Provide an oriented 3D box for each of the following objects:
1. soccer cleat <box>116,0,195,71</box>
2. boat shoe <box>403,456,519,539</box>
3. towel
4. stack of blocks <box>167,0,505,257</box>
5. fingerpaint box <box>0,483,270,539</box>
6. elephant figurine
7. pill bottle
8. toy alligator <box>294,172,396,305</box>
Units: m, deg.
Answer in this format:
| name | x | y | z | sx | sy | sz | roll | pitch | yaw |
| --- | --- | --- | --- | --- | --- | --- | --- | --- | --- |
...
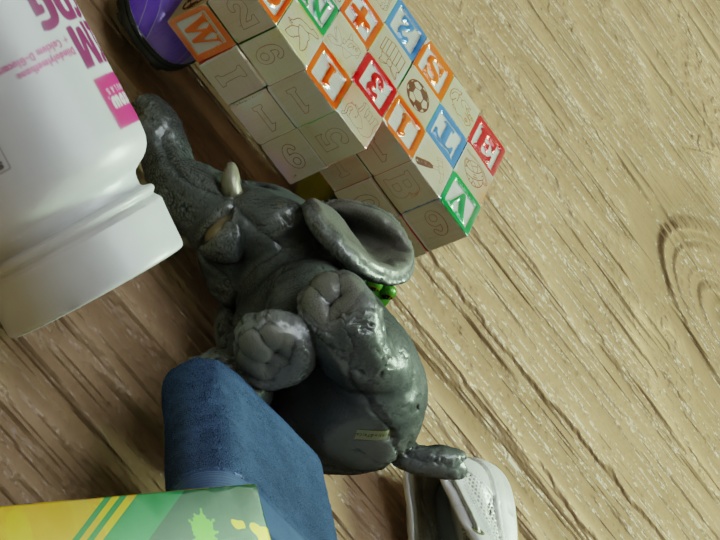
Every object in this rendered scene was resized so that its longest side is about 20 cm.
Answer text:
| name | x | y | z | sx | sy | sz | roll | pitch | yaw |
| --- | --- | --- | --- | --- | --- | --- | --- | --- | --- |
| soccer cleat | -0.076 | -0.176 | 1.438 | 0.068 | 0.073 | 0.200 | 58 | 31 | -11 |
| boat shoe | 0.055 | 0.191 | 1.383 | 0.069 | 0.071 | 0.201 | 24 | 42 | -43 |
| towel | -0.051 | 0.132 | 1.164 | 0.112 | 0.048 | 0.200 | 49 | 16 | -30 |
| stack of blocks | -0.009 | -0.101 | 1.390 | 0.200 | 0.058 | 0.115 | 53 | 38 | -22 |
| fingerpaint box | -0.152 | 0.150 | 0.955 | 0.167 | 0.199 | 0.074 | 3 | 66 | -57 |
| elephant figurine | -0.037 | 0.007 | 1.327 | 0.200 | 0.141 | 0.156 | -103 | 180 | -50 |
| pill bottle | -0.171 | -0.077 | 1.179 | 0.201 | 0.113 | 0.113 | 62 | 30 | -5 |
| toy alligator | 0.000 | 0.000 | 1.445 | 0.059 | 0.054 | 0.201 | 34 | 42 | -40 |
